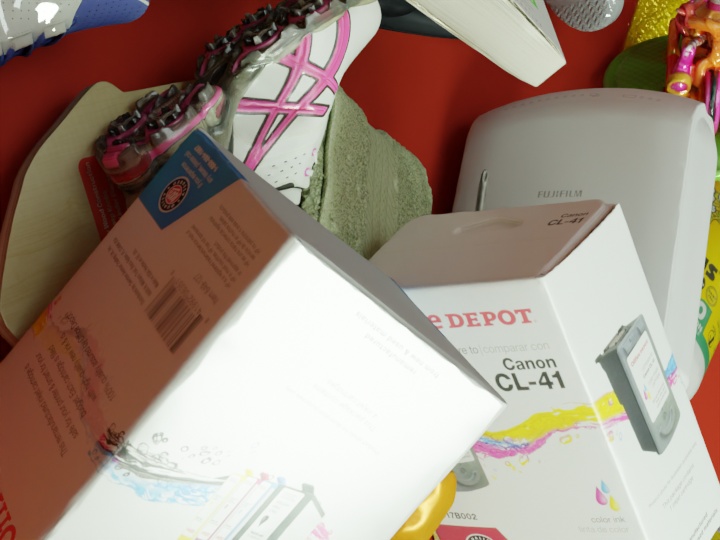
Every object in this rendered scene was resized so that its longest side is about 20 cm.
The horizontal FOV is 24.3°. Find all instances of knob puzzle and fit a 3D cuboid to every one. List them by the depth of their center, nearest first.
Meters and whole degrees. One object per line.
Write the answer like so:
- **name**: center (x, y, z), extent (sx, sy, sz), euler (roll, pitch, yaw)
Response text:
- **knob puzzle**: center (-0.116, -0.001, 0.884), extent (0.219, 0.030, 0.220), euler (12, 73, -43)

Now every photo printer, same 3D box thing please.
- **photo printer**: center (0.135, -0.023, 1.044), extent (0.069, 0.166, 0.200), euler (47, 50, -52)

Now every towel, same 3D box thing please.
- **towel**: center (0.000, 0.000, 0.963), extent (0.148, 0.036, 0.200), euler (36, 49, -52)

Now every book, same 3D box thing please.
- **book**: center (0.057, -0.213, 1.040), extent (0.134, 0.048, 0.200), euler (35, 28, -34)

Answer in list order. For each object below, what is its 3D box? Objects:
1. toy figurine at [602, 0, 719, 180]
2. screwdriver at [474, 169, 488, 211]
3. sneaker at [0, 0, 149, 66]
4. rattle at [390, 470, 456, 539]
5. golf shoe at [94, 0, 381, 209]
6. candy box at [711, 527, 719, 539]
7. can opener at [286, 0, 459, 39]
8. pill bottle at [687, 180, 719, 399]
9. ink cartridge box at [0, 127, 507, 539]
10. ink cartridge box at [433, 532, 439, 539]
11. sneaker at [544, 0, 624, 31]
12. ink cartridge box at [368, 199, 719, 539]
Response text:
- **toy figurine**: center (0.240, -0.190, 1.132), extent (0.200, 0.150, 0.184), euler (-71, 162, -52)
- **screwdriver**: center (0.062, 0.040, 0.997), extent (0.029, 0.028, 0.200), euler (22, 77, -59)
- **sneaker**: center (-0.199, -0.107, 0.804), extent (0.199, 0.081, 0.115), euler (-4, 87, -38)
- **rattle**: center (0.053, 0.225, 0.893), extent (0.130, 0.143, 0.200), euler (14, 48, -52)
- **golf shoe**: center (-0.053, -0.083, 0.900), extent (0.200, 0.073, 0.092), euler (-45, 118, -31)
- **candy box**: center (0.211, 0.169, 1.102), extent (0.200, 0.026, 0.102), euler (34, 17, -49)
- **can opener**: center (0.020, -0.171, 1.043), extent (0.200, 0.063, 0.079), euler (4, 50, -53)
- **pill bottle**: center (0.208, -0.008, 1.147), extent (0.113, 0.113, 0.200), euler (51, 51, -23)
- **ink cartridge box**: center (-0.069, 0.071, 0.773), extent (0.145, 0.147, 0.200), euler (38, 95, -32)
- **ink cartridge box**: center (0.134, 0.177, 1.078), extent (0.200, 0.048, 0.146), euler (-15, 90, -43)
- **sneaker**: center (0.165, -0.273, 1.191), extent (0.115, 0.075, 0.200), euler (-18, 90, -42)
- **ink cartridge box**: center (0.093, 0.072, 0.907), extent (0.086, 0.147, 0.200), euler (-44, 118, -41)
